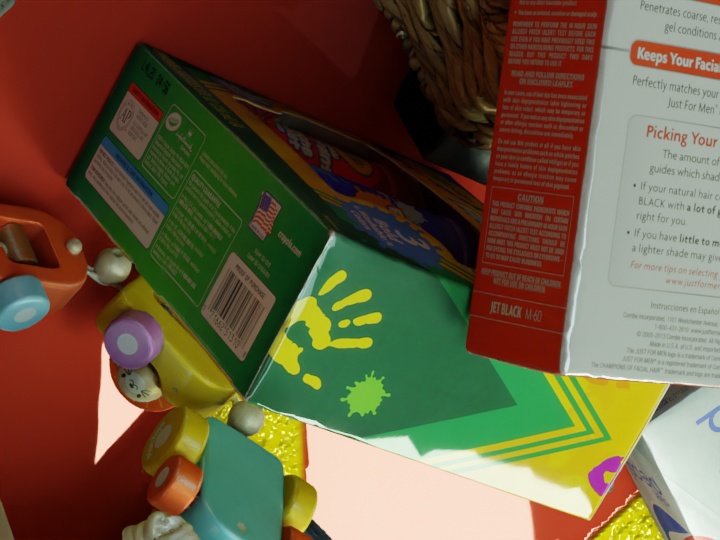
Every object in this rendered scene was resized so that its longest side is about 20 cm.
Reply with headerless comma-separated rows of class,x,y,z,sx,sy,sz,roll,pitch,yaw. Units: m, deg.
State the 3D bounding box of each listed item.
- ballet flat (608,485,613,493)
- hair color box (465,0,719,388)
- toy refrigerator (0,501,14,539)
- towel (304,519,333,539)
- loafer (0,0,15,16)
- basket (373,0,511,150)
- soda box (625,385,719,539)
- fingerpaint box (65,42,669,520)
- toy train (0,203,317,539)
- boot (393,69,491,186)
ballet flat,0.079,0.065,1.062,0.071,0.069,0.200,-21,163,-3
hair color box,0.108,-0.062,0.858,0.111,0.064,0.200,6,94,-33
toy refrigerator,-0.185,0.081,0.900,0.076,0.200,0.070,5,125,-29
towel,-0.086,0.185,1.062,0.200,0.112,0.049,-49,152,2
loafer,-0.149,-0.106,0.867,0.200,0.070,0.070,-49,127,-34
basket,0.118,-0.135,0.935,0.200,0.149,0.143,-24,87,-22
soda box,0.179,0.112,1.184,0.068,0.063,0.200,-33,125,-7
fingerpaint box,0.000,0.000,0.954,0.167,0.200,0.073,22,103,-32
toy train,-0.101,0.053,0.969,0.056,0.200,0.150,-44,154,28
boot,0.134,-0.090,1.063,0.200,0.066,0.165,24,101,-29
